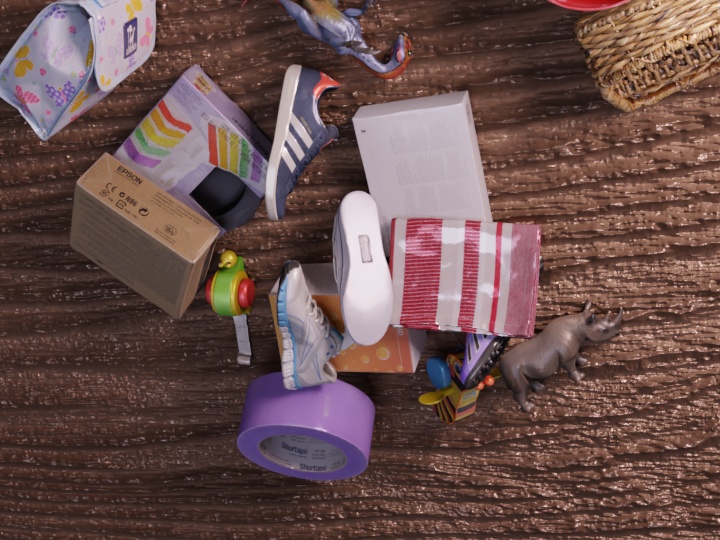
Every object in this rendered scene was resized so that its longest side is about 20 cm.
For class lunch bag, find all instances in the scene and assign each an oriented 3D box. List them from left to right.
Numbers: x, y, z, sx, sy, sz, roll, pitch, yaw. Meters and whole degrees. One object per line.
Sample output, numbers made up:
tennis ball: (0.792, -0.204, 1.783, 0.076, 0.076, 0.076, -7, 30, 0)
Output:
lunch bag: (-0.351, -0.286, 1.361, 0.127, 0.170, 0.200, 43, 121, -8)

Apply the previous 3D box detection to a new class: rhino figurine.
rhino figurine: (0.276, 0.107, 1.452, 0.199, 0.060, 0.088, -37, 108, 21)

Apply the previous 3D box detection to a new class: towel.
towel: (0.131, 0.008, 1.371, 0.196, 0.023, 0.147, 4, 91, 14)

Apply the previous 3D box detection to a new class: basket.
basket: (0.354, -0.255, 1.179, 0.198, 0.143, 0.150, -21, 110, 26)

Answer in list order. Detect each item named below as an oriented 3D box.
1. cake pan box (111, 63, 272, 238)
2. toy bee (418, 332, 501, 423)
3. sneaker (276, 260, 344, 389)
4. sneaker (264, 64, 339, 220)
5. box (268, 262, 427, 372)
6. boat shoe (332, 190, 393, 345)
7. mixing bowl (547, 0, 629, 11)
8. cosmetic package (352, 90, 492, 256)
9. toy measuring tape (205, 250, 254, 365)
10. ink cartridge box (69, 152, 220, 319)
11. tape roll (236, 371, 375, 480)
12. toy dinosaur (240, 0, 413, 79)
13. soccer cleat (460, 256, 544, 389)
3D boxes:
cake pan box: (-0.219, -0.149, 1.468, 0.200, 0.052, 0.184, 46, 123, -11)
toy bee: (0.138, 0.150, 1.477, 0.130, 0.109, 0.201, -34, 134, -8)
sneaker: (-0.065, 0.073, 1.424, 0.085, 0.075, 0.203, 1, 125, 8)
sneaker: (-0.073, -0.160, 1.377, 0.083, 0.075, 0.204, 11, 100, -4)
box: (-0.015, 0.066, 1.495, 0.196, 0.098, 0.126, -1, 117, 17)
boat shoe: (0.000, 0.000, 1.398, 0.072, 0.065, 0.204, 2, 79, -16)
mixing bowl: (0.264, -0.375, 1.143, 0.197, 0.108, 0.204, 2, 94, 25)
cosmetic package: (0.085, -0.123, 1.388, 0.148, 0.052, 0.203, -6, 116, 17)
toy measuring tape: (-0.189, 0.066, 1.565, 0.072, 0.074, 0.203, 5, 119, 14)
ink cartridge box: (-0.308, -0.046, 1.498, 0.198, 0.075, 0.165, 34, 146, 2)
tape roll: (-0.079, 0.232, 1.565, 0.196, 0.086, 0.201, 7, 149, 4)
toy dinosaur: (-0.024, -0.311, 1.327, 0.182, 0.105, 0.199, 49, 159, -27)
soccer cleat: (0.173, 0.060, 1.413, 0.072, 0.068, 0.202, 26, 86, 18)
